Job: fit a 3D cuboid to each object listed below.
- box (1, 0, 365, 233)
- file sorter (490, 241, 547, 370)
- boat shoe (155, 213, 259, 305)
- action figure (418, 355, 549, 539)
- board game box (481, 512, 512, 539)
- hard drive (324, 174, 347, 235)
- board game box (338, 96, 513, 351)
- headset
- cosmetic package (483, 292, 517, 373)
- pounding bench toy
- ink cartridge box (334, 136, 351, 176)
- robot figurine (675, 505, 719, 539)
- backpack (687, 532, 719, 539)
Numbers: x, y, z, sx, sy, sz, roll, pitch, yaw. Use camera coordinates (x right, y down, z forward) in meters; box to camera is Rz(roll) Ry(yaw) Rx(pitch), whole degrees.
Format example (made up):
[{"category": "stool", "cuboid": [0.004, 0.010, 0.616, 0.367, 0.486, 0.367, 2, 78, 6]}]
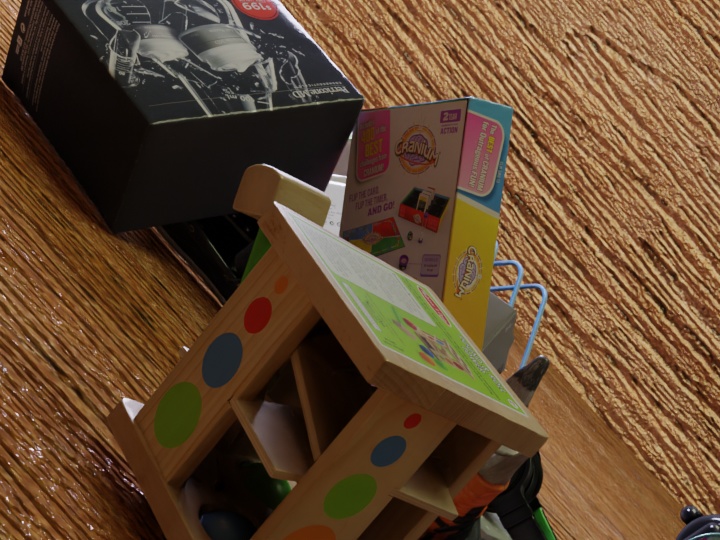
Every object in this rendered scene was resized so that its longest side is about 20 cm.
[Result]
[{"category": "box", "cuboid": [-0.134, -0.137, 1.237, 0.199, 0.104, 0.182, -12, 52, -40]}, {"category": "file sorter", "cuboid": [0.078, 0.022, 1.653, 0.122, 0.139, 0.200, -4, -36, 44]}, {"category": "boat shoe", "cuboid": [-0.078, -0.004, 1.266, 0.200, 0.062, 0.075, 43, 51, 5]}, {"category": "action figure", "cuboid": [0.060, 0.148, 0.884, 0.104, 0.194, 0.200, -20, 43, -38]}, {"category": "board game box", "cuboid": [0.073, 0.173, 1.418, 0.200, 0.026, 0.200, 50, 8, 29]}, {"category": "hard drive", "cuboid": [0.000, 0.000, 1.362, 0.131, 0.026, 0.201, 8, 46, -8]}, {"category": "board game box", "cuboid": [0.038, -0.020, 1.194, 0.040, 0.201, 0.153, 10, -3, -32]}, {"category": "headset", "cuboid": [0.099, 0.165, 1.320, 0.201, 0.094, 0.123, 63, 6, 10]}, {"category": "cosmetic package", "cuboid": [0.034, 0.032, 1.443, 0.200, 0.090, 0.107, 37, -27, 22]}, {"category": "pounding bench toy", "cuboid": [-0.040, 0.060, 0.820, 0.124, 0.156, 0.200, 27, 18, -43]}, {"category": "ink cartridge box", "cuboid": [-0.011, -0.077, 1.791, 0.084, 0.146, 0.200, 5, 8, 2]}, {"category": "robot figurine", "cuboid": [0.500, 0.407, 2.265, 0.124, 0.151, 0.200, 2, -18, 29]}, {"category": "backpack", "cuboid": [0.311, 0.324, 1.385, 0.200, 0.176, 0.153, 46, 2, 28]}]
